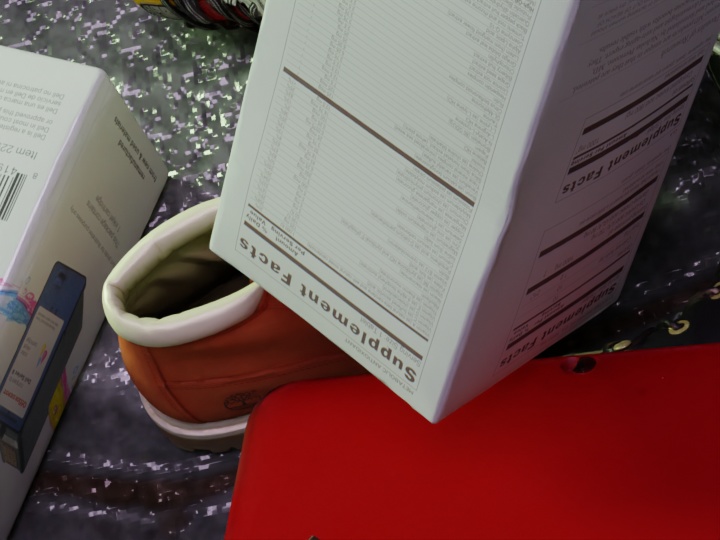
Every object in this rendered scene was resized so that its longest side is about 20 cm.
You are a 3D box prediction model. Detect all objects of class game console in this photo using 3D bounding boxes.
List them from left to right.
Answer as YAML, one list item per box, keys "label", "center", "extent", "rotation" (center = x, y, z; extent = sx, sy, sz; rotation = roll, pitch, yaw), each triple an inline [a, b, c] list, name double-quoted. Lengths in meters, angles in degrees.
- label: "game console"
  center: [0.055, 0.131, 0.837]
  extent: [0.199, 0.119, 0.173]
  rotation: [-6, 106, 18]

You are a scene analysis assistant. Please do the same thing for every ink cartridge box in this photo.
- label: "ink cartridge box"
  center: [-0.186, 0.011, 0.976]
  extent: [0.145, 0.088, 0.201]
  rotation: [14, 68, 21]

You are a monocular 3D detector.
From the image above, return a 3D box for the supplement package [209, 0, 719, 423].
- label: "supplement package"
  center: [0.040, -0.072, 0.802]
  extent: [0.114, 0.201, 0.109]
  rotation: [37, 44, 23]

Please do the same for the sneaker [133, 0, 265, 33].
- label: "sneaker"
  center: [-0.047, -0.123, 1.015]
  extent: [0.082, 0.078, 0.200]
  rotation: [-45, 54, 0]

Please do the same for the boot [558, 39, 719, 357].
- label: "boot"
  center: [0.134, 0.012, 0.899]
  extent: [0.150, 0.073, 0.201]
  rotation: [-27, 67, 2]

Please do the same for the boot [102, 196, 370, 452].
- label: "boot"
  center: [0.000, 0.000, 0.920]
  extent: [0.199, 0.107, 0.075]
  rotation: [-23, 59, 2]

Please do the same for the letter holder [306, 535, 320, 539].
- label: "letter holder"
  center: [0.024, 0.195, 0.722]
  extent: [0.199, 0.142, 0.101]
  rotation: [33, 112, 6]

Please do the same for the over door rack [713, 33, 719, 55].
- label: "over door rack"
  center: [0.211, -0.114, 0.884]
  extent: [0.199, 0.067, 0.148]
  rotation: [-26, 49, -29]
